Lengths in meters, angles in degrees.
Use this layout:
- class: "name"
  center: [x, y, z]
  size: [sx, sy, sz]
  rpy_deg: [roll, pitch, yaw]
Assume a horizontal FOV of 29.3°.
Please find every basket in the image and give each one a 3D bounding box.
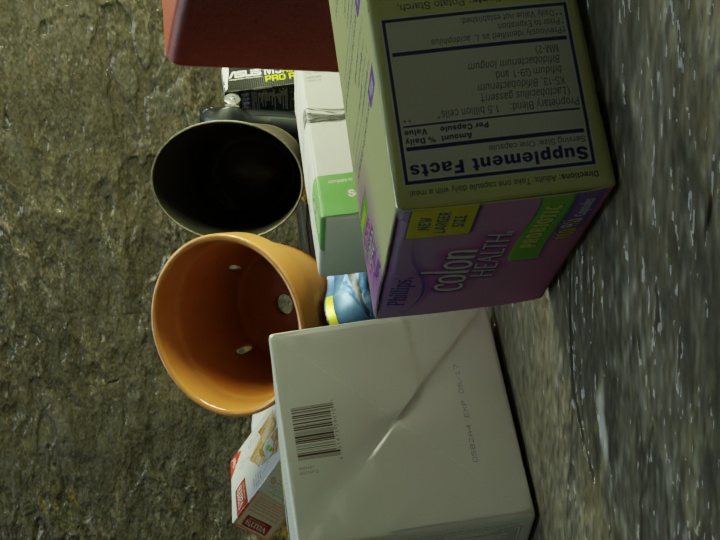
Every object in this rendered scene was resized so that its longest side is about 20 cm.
- class: "basket"
  center: [-0.136, -0.116, 1.656]
  size: [0.200, 0.178, 0.138]
  rpy_deg: [-42, -47, -78]

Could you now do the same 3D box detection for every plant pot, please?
- class: "plant pot"
  center: [-0.050, -0.287, 1.069]
  size: [0.201, 0.197, 0.177]
  rpy_deg: [-102, 18, -45]
- class: "plant pot"
  center: [-0.115, 0.048, 1.552]
  size: [0.140, 0.198, 0.202]
  rpy_deg: [-21, -73, -60]

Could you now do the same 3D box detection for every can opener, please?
- class: "can opener"
  center: [-0.113, -0.188, 1.792]
  size: [0.064, 0.198, 0.079]
  rpy_deg: [-114, 25, -59]

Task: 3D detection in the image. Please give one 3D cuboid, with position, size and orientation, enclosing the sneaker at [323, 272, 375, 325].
- class: "sneaker"
  center: [0.000, 0.000, 1.551]
  size: [0.066, 0.078, 0.201]
  rpy_deg: [50, -160, -35]

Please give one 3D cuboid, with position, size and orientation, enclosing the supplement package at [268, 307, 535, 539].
- class: "supplement package"
  center: [0.022, 0.147, 0.946]
  size: [0.201, 0.149, 0.153]
  rpy_deg: [91, 170, -58]

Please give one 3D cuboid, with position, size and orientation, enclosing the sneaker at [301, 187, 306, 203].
- class: "sneaker"
  center: [-0.085, -0.202, 2.148]
  size: [0.088, 0.075, 0.202]
  rpy_deg: [-104, 9, -54]

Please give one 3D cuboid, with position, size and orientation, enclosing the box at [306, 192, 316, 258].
- class: "box"
  center: [-0.030, -0.050, 1.746]
  size: [0.200, 0.074, 0.101]
  rpy_deg: [103, 160, -70]

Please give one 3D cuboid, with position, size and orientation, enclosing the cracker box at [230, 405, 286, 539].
- class: "cracker box"
  center: [-0.080, 0.202, 1.632]
  size: [0.201, 0.057, 0.134]
  rpy_deg: [-55, 19, 17]

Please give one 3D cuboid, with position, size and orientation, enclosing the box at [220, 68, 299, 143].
- class: "box"
  center: [-0.106, -0.222, 1.883]
  size: [0.200, 0.158, 0.045]
  rpy_deg: [93, 167, -67]

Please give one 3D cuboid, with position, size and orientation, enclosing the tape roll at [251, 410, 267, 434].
- class: "tape roll"
  center: [-0.062, 0.211, 1.874]
  size: [0.037, 0.202, 0.205]
  rpy_deg: [-1, 98, 45]

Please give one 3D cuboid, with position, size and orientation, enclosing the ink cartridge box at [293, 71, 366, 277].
- class: "ink cartridge box"
  center: [-0.017, -0.117, 1.422]
  size: [0.146, 0.083, 0.202]
  rpy_deg: [96, 167, -67]

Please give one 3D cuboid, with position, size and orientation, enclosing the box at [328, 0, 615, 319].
- class: "box"
  center: [0.044, -0.099, 0.679]
  size: [0.176, 0.096, 0.202]
  rpy_deg: [100, 163, -73]
